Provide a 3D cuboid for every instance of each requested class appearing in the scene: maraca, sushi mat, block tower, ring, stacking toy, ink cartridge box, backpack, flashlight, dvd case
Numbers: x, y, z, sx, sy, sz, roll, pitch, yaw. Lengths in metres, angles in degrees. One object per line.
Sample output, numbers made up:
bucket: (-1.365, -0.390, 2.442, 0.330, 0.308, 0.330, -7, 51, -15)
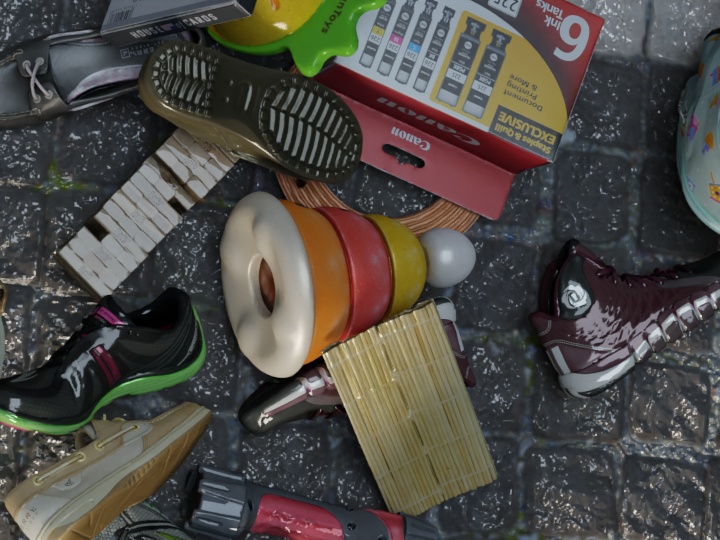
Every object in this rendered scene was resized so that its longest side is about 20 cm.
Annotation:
maraca: (-0.058, -0.227, 1.710, 0.107, 0.200, 0.137, 26, 95, -50)
sushi mat: (0.041, 0.114, 1.719, 0.096, 0.012, 0.200, -23, 127, -2)
block tower: (-0.157, -0.064, 1.725, 0.058, 0.054, 0.200, 46, 74, -8)
ring: (0.020, -0.107, 1.797, 0.200, 0.019, 0.201, 1, 86, -15)
stacking toy: (0.000, 0.000, 1.731, 0.200, 0.146, 0.146, -9, 87, -27)
ink cartridge box: (0.071, -0.159, 1.762, 0.200, 0.084, 0.176, 23, 79, -13)
backpack: (0.350, -0.106, 1.812, 0.176, 0.153, 0.200, 25, 54, -14)
flashlight: (-0.040, 0.207, 1.724, 0.200, 0.068, 0.068, 16, 67, -16)
dvd case: (-0.116, -0.271, 1.687, 0.025, 0.150, 0.200, 38, 58, -40)

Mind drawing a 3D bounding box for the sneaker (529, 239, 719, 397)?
sneaker: (0.227, 0.009, 1.809, 0.200, 0.076, 0.116, -35, 92, -15)

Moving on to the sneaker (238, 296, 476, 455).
sneaker: (0.009, 0.111, 1.747, 0.200, 0.076, 0.116, -28, 98, -15)

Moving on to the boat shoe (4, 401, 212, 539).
boat shoe: (-0.191, 0.144, 1.661, 0.069, 0.074, 0.200, 39, 39, 13)

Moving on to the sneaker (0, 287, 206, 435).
sneaker: (-0.206, 0.064, 1.663, 0.200, 0.077, 0.084, -25, 125, -40)

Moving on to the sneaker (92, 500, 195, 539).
sneaker: (-0.145, 0.231, 1.685, 0.200, 0.085, 0.078, 30, 78, -8)

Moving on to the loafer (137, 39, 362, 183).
loafer: (-0.087, -0.126, 1.691, 0.200, 0.067, 0.076, 26, 81, -28)

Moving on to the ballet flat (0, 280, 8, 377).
ballet flat: (-0.308, 0.093, 1.656, 0.065, 0.071, 0.200, 5, 84, 22)

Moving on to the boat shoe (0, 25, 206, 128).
boat shoe: (-0.217, -0.162, 1.715, 0.200, 0.057, 0.067, -17, 90, -16)
